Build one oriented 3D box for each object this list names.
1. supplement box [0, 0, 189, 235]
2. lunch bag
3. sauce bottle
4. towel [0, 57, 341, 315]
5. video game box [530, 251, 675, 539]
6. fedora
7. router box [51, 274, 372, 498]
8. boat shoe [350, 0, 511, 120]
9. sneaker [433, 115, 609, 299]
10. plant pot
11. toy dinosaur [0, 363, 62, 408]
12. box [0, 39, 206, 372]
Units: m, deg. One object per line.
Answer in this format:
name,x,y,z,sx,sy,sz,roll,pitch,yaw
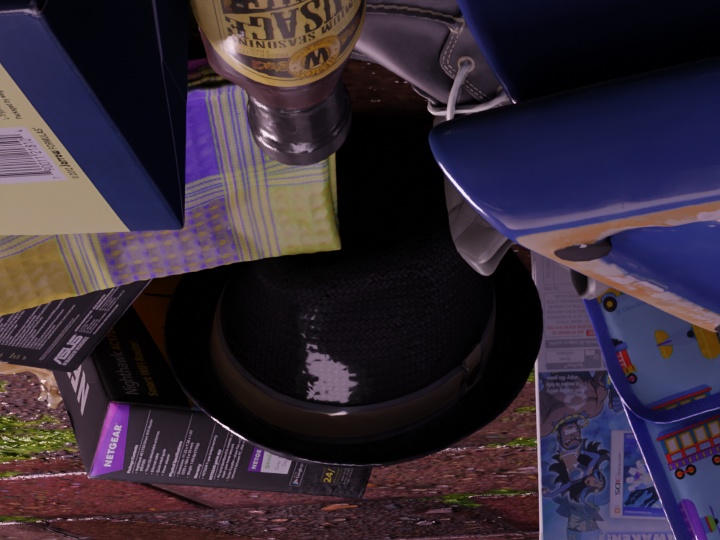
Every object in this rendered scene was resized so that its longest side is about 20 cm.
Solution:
supplement box,-0.168,-0.100,0.629,0.198,0.135,0.200,-2,164,6
lunch bag,0.206,0.039,1.026,0.150,0.201,0.094,-22,-174,14
sauce bottle,-0.028,-0.102,0.700,0.065,0.067,0.200,-1,155,6
towel,-0.106,-0.032,0.861,0.198,0.023,0.144,-11,146,-6
video game box,0.197,0.069,1.126,0.198,0.184,0.047,-2,170,9
fedora,0.000,0.000,0.981,0.199,0.201,0.092,2,131,-5
router box,-0.088,0.043,1.068,0.148,0.051,0.200,7,-155,-24
boat shoe,0.053,-0.086,0.803,0.198,0.068,0.072,9,164,-14
sneaker,0.132,-0.030,0.948,0.198,0.093,0.076,1,164,-6
plant pot,0.134,-0.089,0.583,0.199,0.181,0.199,-9,162,33
toy dinosaur,-0.222,0.043,1.197,0.101,0.059,0.200,25,178,10
box,-0.156,-0.034,0.899,0.159,0.044,0.200,11,139,-33
